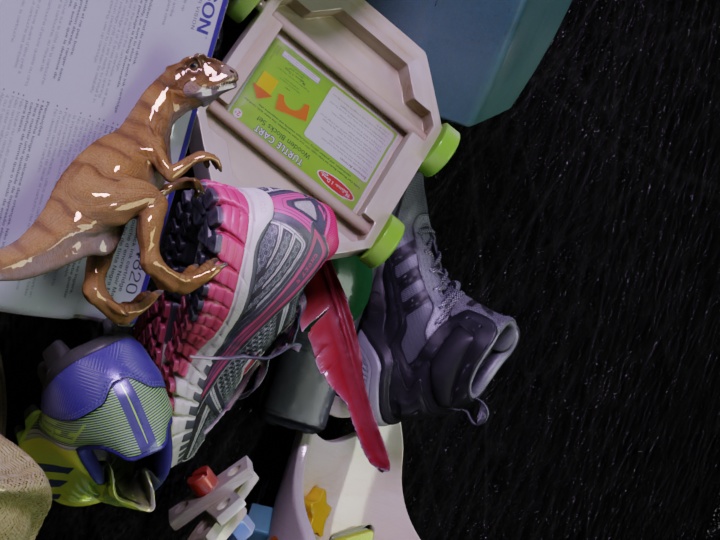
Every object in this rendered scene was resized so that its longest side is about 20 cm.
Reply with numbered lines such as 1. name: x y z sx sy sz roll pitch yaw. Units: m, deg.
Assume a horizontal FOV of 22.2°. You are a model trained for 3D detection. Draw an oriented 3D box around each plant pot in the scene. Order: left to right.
1. plant pot: 0.068 -0.204 1.163 0.141 0.140 0.202 -31 138 -64

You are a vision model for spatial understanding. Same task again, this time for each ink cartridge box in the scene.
1. ink cartridge box: -0.152 -0.082 0.838 0.199 0.040 0.202 15 92 -56

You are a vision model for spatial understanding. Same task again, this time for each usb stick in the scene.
1. usb stick: -0.019 0.011 1.240 0.033 0.055 0.202 -168 -83 -74

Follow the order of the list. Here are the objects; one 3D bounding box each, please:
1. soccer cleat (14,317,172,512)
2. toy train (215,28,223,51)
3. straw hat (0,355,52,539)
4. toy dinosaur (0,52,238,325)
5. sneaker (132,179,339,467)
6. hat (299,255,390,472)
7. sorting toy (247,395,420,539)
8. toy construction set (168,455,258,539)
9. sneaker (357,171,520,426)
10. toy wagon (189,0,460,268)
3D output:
1. soccer cleat: -0.133 0.096 0.940 0.064 0.084 0.200 -25 164 -21
2. toy train: -0.130 -0.088 0.941 0.201 0.034 0.046 -54 139 -35
3. straw hat: -0.194 0.110 0.870 0.201 0.084 0.203 -48 148 -44
4. toy dinosaur: -0.123 -0.023 0.837 0.200 0.060 0.107 -49 116 -39
5. sneaker: -0.070 0.037 0.956 0.074 0.081 0.201 1 142 -24
6. hat: 0.000 0.000 1.110 0.165 0.174 0.202 19 90 -67
7. sorting toy: -0.018 0.172 1.314 0.200 0.106 0.182 25 72 -58
8. toy construction set: -0.070 0.223 1.149 0.201 0.130 0.092 59 22 -4
9. sneaker: 0.057 0.013 1.303 0.075 0.113 0.203 4 89 -67
10. toy wagon: -0.038 -0.067 1.036 0.201 0.155 0.039 -58 -165 -23
